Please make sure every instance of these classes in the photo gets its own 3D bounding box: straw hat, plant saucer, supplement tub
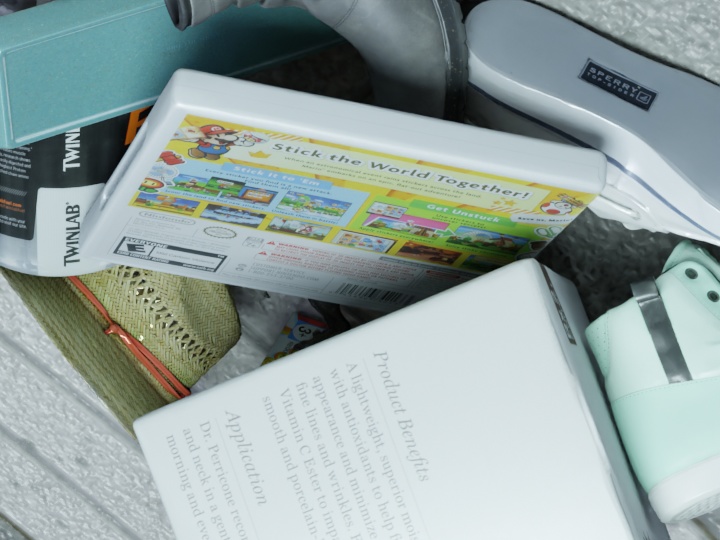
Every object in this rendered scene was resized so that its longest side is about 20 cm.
[{"bbox_3d":[-0.112,0.018,1.484,0.085,0.201,0.201,-40,109,-2],"label":"straw hat"},{"bbox_3d":[-0.081,-0.108,1.315,0.019,0.200,0.070,52,153,42],"label":"plant saucer"},{"bbox_3d":[-0.145,-0.106,1.381,0.122,0.123,0.200,18,135,13],"label":"supplement tub"}]

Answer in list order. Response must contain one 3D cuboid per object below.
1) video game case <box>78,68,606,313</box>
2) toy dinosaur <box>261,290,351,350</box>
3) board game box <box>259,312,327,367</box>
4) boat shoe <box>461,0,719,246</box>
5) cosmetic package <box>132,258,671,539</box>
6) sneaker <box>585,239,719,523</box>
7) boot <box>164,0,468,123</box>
[{"bbox_3d":[-0.013,-0.030,1.321,0.200,0.023,0.182,11,156,-15],"label":"video game case"},{"bbox_3d":[0.000,0.000,1.454,0.200,0.047,0.088,2,122,22],"label":"toy dinosaur"},{"bbox_3d":[0.033,0.119,1.496,0.200,0.105,0.103,19,134,11],"label":"board game box"},{"bbox_3d":[0.130,-0.054,1.326,0.200,0.074,0.065,34,141,12],"label":"boat shoe"},{"bbox_3d":[0.029,0.110,1.342,0.200,0.165,0.165,-21,82,8],"label":"cosmetic package"},{"bbox_3d":[0.203,0.023,1.315,0.074,0.200,0.118,103,143,-72],"label":"sneaker"},{"bbox_3d":[-0.027,-0.127,1.286,0.070,0.132,0.200,-138,35,-58],"label":"boot"}]
